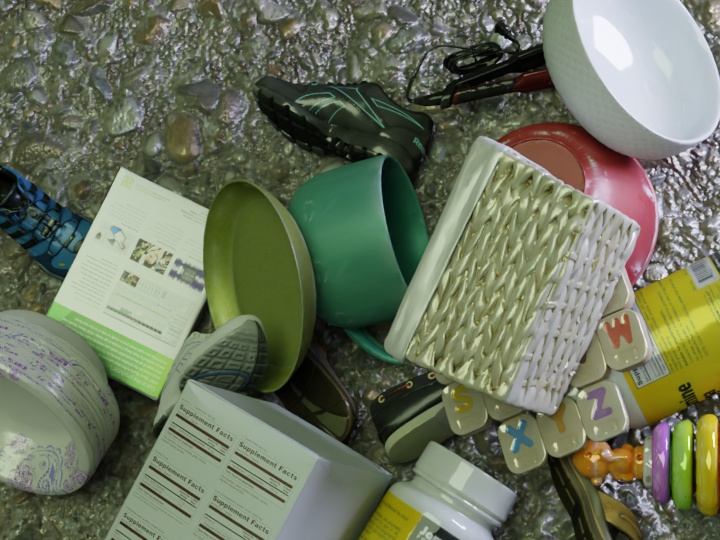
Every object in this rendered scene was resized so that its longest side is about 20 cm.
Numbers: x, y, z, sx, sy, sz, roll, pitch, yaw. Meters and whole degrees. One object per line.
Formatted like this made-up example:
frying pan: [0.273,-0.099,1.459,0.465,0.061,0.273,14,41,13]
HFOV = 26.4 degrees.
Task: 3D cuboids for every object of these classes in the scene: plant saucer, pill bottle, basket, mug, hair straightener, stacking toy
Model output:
plant saucer: [-0.092,0.013,1.443,0.031,0.200,0.201,-10,63,-30]
pill bottle: [0.050,0.263,1.377,0.114,0.114,0.201,29,85,24]
basket: [0.132,0.010,1.289,0.123,0.135,0.202,26,94,30]
mug: [-0.004,-0.007,1.460,0.113,0.152,0.187,-14,69,17]
pill bottle: [0.268,0.071,1.366,0.199,0.112,0.113,-27,67,10]
hair straightener: [0.139,-0.208,1.531,0.198,0.041,0.078,-15,69,11]
stacking toy: [0.283,0.168,1.325,0.198,0.110,0.117,0,73,14]

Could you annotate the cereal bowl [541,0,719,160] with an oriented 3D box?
cereal bowl: [0.242,-0.188,1.431,0.083,0.199,0.202,-35,60,44]

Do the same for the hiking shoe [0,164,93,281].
hiking shoe: [-0.348,-0.050,1.625,0.199,0.087,0.075,30,84,24]

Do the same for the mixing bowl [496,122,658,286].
mixing bowl: [0.174,-0.062,1.442,0.198,0.108,0.202,-6,71,17]

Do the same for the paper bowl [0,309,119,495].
paper bowl: [-0.331,0.119,1.514,0.199,0.202,0.105,10,47,21]

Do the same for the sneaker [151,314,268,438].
sneaker: [-0.149,0.090,1.465,0.200,0.074,0.088,-45,37,45]

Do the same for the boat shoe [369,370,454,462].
boat shoe: [0.102,0.104,1.432,0.200,0.074,0.063,-29,55,2]

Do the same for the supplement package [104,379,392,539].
supplement package: [-0.104,0.227,1.357,0.146,0.191,0.201,28,89,24]

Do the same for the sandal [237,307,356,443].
sandal: [-0.058,0.086,1.500,0.082,0.054,0.200,-49,61,21]

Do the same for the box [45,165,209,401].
box: [-0.225,0.014,1.569,0.143,0.036,0.201,26,81,3]

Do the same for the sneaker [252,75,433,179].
sneaker: [-0.018,-0.156,1.566,0.199,0.076,0.080,27,69,18]

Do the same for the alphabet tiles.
alphabet tiles: [0.154,0.069,1.350,0.199,0.015,0.197,-25,67,25]

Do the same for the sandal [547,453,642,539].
sandal: [0.219,0.226,1.363,0.053,0.081,0.201,-14,63,-9]
